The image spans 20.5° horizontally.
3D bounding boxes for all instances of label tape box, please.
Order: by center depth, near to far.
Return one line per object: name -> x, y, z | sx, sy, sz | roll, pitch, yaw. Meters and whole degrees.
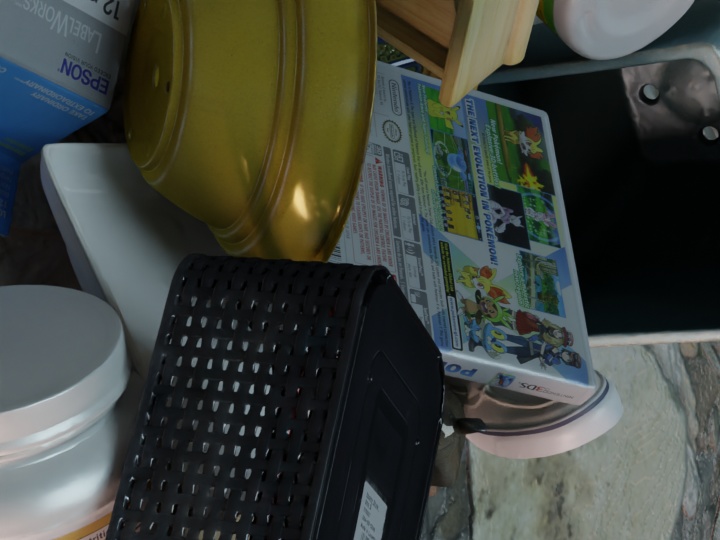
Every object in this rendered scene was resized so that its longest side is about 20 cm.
label tape box -> -0.179, -0.131, 0.948 | 0.143, 0.066, 0.201 | 25, 70, -48

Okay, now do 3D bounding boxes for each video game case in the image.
video game case -> 0.035, -0.030, 1.088 | 0.182, 0.022, 0.200 | 14, 49, -24

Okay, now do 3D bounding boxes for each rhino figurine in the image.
rhino figurine -> 0.028, 0.083, 1.118 | 0.060, 0.200, 0.088 | -25, 82, -11

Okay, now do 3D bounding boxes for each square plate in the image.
square plate -> -0.079, 0.028, 1.023 | 0.200, 0.028, 0.199 | -9, 73, -65

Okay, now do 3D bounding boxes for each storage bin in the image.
storage bin -> -0.036, 0.106, 0.872 | 0.135, 0.094, 0.200 | 57, 41, -60

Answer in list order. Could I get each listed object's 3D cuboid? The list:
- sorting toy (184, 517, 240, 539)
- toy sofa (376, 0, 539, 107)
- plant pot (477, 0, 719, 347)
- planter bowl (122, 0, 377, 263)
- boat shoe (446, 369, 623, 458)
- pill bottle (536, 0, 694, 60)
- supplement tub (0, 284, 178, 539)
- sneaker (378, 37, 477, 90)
sorting toy -> -0.050, 0.152, 1.101 | 0.200, 0.036, 0.185 | 57, 31, -39
toy sofa -> 0.009, -0.185, 1.062 | 0.098, 0.200, 0.083 | -41, 157, -35
plant pot -> 0.193, -0.083, 1.308 | 0.200, 0.195, 0.197 | -47, 125, -51
planter bowl -> -0.067, -0.092, 0.980 | 0.083, 0.200, 0.201 | 4, 88, -21
boat shoe -> 0.076, 0.055, 1.162 | 0.071, 0.200, 0.070 | -32, 110, -18
pill bottle -> 0.109, -0.225, 1.182 | 0.111, 0.200, 0.111 | -26, 144, -20
supplement tub -> -0.153, 0.121, 0.899 | 0.144, 0.144, 0.200 | -35, 127, -44
sneaker -> 0.033, -0.077, 1.210 | 0.088, 0.075, 0.201 | 106, -16, -68
